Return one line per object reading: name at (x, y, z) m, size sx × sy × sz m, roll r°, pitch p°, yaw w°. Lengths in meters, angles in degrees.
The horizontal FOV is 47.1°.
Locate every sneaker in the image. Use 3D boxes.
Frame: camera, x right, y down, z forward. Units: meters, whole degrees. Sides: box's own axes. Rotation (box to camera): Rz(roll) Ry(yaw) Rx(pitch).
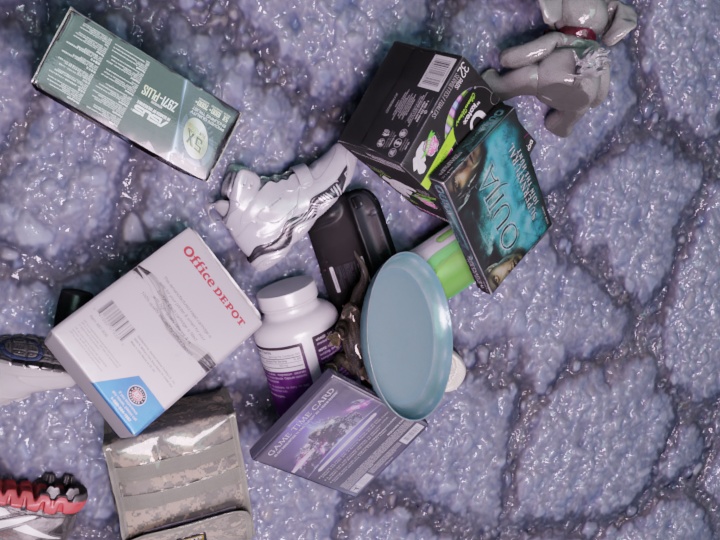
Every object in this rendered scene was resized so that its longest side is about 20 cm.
sneaker at (0.056, 0.089, 1.127) m, size 0.199 × 0.085 × 0.075 m, roll 40°, pitch 98°, yaw 2°
sneaker at (-0.427, 0.286, 0.967) m, size 0.198 × 0.071 × 0.100 m, roll 13°, pitch 92°, yaw -24°
sneaker at (-0.097, -0.107, 1.023) m, size 0.115 × 0.075 × 0.200 m, roll 43°, pitch 86°, yaw -24°
sneaker at (-0.425, 0.125, 0.950) m, size 0.196 × 0.075 × 0.089 m, roll 2°, pitch 111°, yaw -15°

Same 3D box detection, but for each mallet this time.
mallet at (-0.271, 0.056, 1.010) m, size 0.197 × 0.041 × 0.067 m, roll 1°, pitch 97°, yaw -26°

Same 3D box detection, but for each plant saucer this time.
plant saucer at (0.054, 0.080, 1.004) m, size 0.199 × 0.027 × 0.204 m, roll 14°, pitch 73°, yaw -53°

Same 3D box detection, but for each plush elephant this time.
plush elephant at (0.273, -0.299, 1.097) m, size 0.163 × 0.200 × 0.157 m, roll 20°, pitch 73°, yaw -15°

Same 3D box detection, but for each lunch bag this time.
lunch bag at (-0.221, 0.270, 1.020) m, size 0.161 × 0.118 × 0.203 m, roll -11°, pitch 106°, yaw -14°

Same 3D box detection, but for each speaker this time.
speaker at (0.138, -0.025, 1.125) m, size 0.199 × 0.088 × 0.089 m, roll -33°, pitch 109°, yaw -13°

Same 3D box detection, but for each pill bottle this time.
pill bottle at (-0.069, 0.115, 1.054) m, size 0.111 × 0.112 × 0.203 m, roll -19°, pitch 106°, yaw -17°

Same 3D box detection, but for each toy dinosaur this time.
toy dinosaur at (-0.002, 0.077, 1.014) m, size 0.076 × 0.102 × 0.203 m, roll -13°, pitch 97°, yaw 18°

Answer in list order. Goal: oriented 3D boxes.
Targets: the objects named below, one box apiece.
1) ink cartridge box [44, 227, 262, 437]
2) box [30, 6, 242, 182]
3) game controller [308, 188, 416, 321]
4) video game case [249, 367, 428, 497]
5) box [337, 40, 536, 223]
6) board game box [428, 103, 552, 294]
ink cartridge box at (-0.235, 0.071, 0.953) m, size 0.200 × 0.084 × 0.145 m, roll -41°, pitch 98°, yaw -29°
box at (-0.247, -0.186, 0.904) m, size 0.198 × 0.163 × 0.087 m, roll 29°, pitch 88°, yaw -23°
game controller at (0.000, 0.000, 1.069) m, size 0.103 × 0.042 × 0.203 m, roll -18°, pitch 93°, yaw 23°
video game case at (-0.021, 0.205, 1.014) m, size 0.143 × 0.019 × 0.199 m, roll -46°, pitch 133°, yaw 11°
box at (0.100, -0.160, 1.031) m, size 0.199 × 0.124 × 0.150 m, roll 34°, pitch 86°, yaw -46°
board game box at (0.166, -0.083, 1.019) m, size 0.135 × 0.028 × 0.201 m, roll -46°, pitch 133°, yaw -17°
